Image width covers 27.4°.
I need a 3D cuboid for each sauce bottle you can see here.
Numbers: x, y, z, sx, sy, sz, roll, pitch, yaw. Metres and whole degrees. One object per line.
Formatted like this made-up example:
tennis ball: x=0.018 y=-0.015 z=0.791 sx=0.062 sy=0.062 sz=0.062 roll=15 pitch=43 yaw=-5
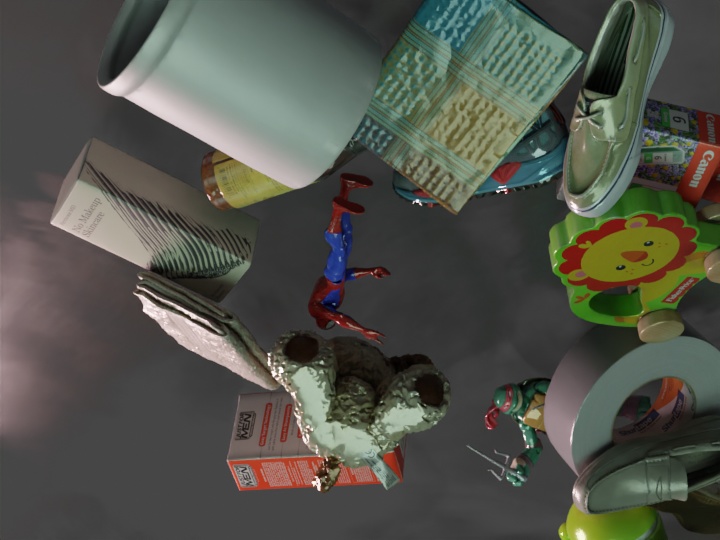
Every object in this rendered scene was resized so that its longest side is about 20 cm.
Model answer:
sauce bottle: x=-0.059 y=-0.112 z=1.434 sx=0.198 sy=0.066 sz=0.066 roll=-15 pitch=132 yaw=23

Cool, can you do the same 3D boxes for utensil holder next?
utensil holder: x=-0.103 y=-0.188 z=1.293 sx=0.199 sy=0.171 sz=0.170 roll=28 pitch=132 yaw=-23

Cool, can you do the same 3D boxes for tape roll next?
tape roll: x=0.298 y=0.143 z=1.580 sx=0.198 sy=0.066 sz=0.202 roll=-11 pitch=120 yaw=-20

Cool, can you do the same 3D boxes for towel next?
towel: x=0.090 y=-0.165 z=1.336 sx=0.146 sy=0.022 sz=0.200 roll=37 pitch=118 yaw=-2
towel: x=-0.162 y=0.068 z=1.573 sx=0.132 sy=0.035 sz=0.200 roll=26 pitch=166 yaw=23

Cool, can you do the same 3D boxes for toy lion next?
toy lion: x=0.260 y=-0.009 z=1.412 sx=0.190 sy=0.069 sz=0.200 roll=6 pitch=147 yaw=-21

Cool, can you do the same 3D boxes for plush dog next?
plush dog: x=-0.010 y=0.134 z=1.604 sx=0.198 sy=0.172 sz=0.162 roll=16 pitch=116 yaw=-3

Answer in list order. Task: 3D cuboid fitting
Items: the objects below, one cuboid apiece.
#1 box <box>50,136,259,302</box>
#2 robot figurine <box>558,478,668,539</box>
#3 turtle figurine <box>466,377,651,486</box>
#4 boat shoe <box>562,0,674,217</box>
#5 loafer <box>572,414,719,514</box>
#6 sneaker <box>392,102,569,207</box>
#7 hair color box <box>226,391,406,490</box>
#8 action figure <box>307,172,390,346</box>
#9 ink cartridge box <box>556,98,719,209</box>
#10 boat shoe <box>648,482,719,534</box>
box: x=-0.209 y=-0.050 z=1.514 sx=0.199 sy=0.069 sz=0.082 roll=25 pitch=134 yaw=-18
robot figurine: x=0.319 y=0.345 z=1.789 sx=0.175 sy=0.115 sz=0.202 roll=6 pitch=122 yaw=55
turtle figurine: x=0.220 y=0.164 z=1.652 sx=0.198 sy=0.101 sz=0.151 roll=13 pitch=121 yaw=-19
boat shoe: x=0.215 y=-0.147 z=1.301 sx=0.062 sy=0.072 sz=0.202 roll=7 pitch=101 yaw=-47
loafer: x=0.317 y=0.209 z=1.541 sx=0.198 sy=0.070 sz=0.071 roll=-21 pitch=123 yaw=-13
sneaker: x=0.114 y=-0.121 z=1.413 sx=0.198 sy=0.079 sz=0.097 roll=-10 pitch=99 yaw=33
hair color box: x=-0.048 y=0.194 z=1.719 sx=0.198 sy=0.102 sz=0.062 roll=-4 pitch=135 yaw=12
action figure: x=0.000 y=0.000 z=1.539 sx=0.098 sy=0.066 sz=0.201 roll=19 pitch=135 yaw=1
ink cartridge box: x=0.297 y=-0.101 z=1.409 sx=0.198 sy=0.051 sz=0.110 roll=13 pitch=136 yaw=-4
boat shoe: x=0.392 y=0.258 z=1.750 sx=0.074 sy=0.067 sz=0.199 roll=-28 pitch=139 yaw=30
